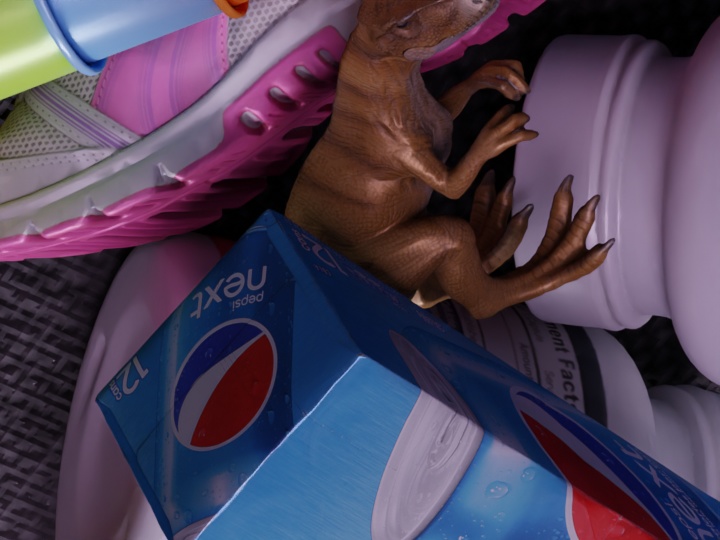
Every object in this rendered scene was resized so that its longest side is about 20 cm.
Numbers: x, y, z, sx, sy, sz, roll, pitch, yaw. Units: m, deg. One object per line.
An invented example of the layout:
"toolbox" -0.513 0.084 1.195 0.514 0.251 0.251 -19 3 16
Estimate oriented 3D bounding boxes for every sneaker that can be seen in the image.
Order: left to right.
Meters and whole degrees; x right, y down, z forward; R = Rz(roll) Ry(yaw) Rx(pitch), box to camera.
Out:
"sneaker" -0.042 -0.070 0.795 0.200 0.081 0.088 -31 81 12

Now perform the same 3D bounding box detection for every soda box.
"soda box" 0.031 0.066 0.755 0.068 0.064 0.200 -47 131 11

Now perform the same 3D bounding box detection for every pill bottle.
"pill bottle" 0.021 0.065 0.879 0.199 0.120 0.120 13 123 -19
"pill bottle" 0.147 -0.018 0.812 0.199 0.112 0.113 5 130 19

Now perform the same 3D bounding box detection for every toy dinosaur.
"toy dinosaur" 0.000 0.000 0.774 0.106 0.060 0.201 0 124 -31

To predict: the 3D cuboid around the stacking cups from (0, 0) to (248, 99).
"stacking cups" -0.058 -0.080 0.725 0.199 0.061 0.061 -19 127 14
